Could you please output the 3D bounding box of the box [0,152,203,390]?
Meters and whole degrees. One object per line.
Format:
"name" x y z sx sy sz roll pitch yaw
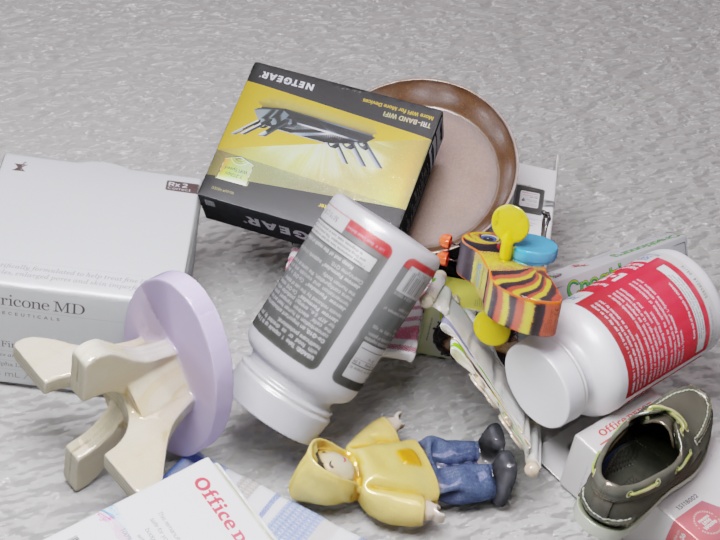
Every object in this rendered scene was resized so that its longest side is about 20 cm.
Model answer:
"box" -0.260 0.004 1.362 0.198 0.131 0.200 7 38 -4

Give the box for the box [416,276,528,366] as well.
"box" 0.069 0.043 1.442 0.199 0.075 0.050 10 38 0

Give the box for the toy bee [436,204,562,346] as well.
"toy bee" 0.124 0.004 1.320 0.108 0.132 0.200 7 3 0

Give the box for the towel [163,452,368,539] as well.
"towel" -0.100 0.233 1.205 0.199 0.024 0.147 26 40 18

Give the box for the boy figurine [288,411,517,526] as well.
"boy figurine" 0.033 0.174 1.280 0.199 0.065 0.125 2 42 -17

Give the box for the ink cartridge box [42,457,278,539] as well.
"ink cartridge box" -0.160 0.253 1.089 0.200 0.088 0.145 -26 54 -25

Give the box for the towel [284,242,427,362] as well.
"towel" 0.000 0.000 1.396 0.146 0.030 0.200 14 42 3

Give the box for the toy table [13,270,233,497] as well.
"toy table" -0.193 0.100 1.202 0.117 0.201 0.184 -29 49 -34

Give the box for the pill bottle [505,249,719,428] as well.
"pill bottle" 0.236 0.066 1.344 0.200 0.113 0.112 -26 51 -29

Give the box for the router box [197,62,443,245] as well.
"router box" -0.036 -0.103 1.389 0.199 0.052 0.158 15 67 12

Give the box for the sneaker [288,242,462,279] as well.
"sneaker" 0.024 -0.012 1.500 0.199 0.071 0.099 8 33 -11

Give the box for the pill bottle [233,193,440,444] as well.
"pill bottle" -0.028 0.044 1.267 0.114 0.200 0.114 33 4 -2

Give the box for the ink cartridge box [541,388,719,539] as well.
"ink cartridge box" 0.268 0.186 1.318 0.116 0.068 0.200 -24 50 -36

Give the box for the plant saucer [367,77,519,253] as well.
"plant saucer" 0.057 -0.099 1.427 0.199 0.035 0.201 -2 64 3

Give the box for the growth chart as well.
"growth chart" 0.115 0.091 1.326 0.200 0.018 0.145 58 15 1

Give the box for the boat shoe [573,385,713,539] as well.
"boat shoe" 0.257 0.156 1.251 0.072 0.060 0.202 31 45 23

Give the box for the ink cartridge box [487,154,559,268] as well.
"ink cartridge box" 0.164 -0.035 1.530 0.066 0.116 0.200 12 38 3

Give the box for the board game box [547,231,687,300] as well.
"board game box" 0.254 0.047 1.444 0.199 0.127 0.035 -18 17 -32
